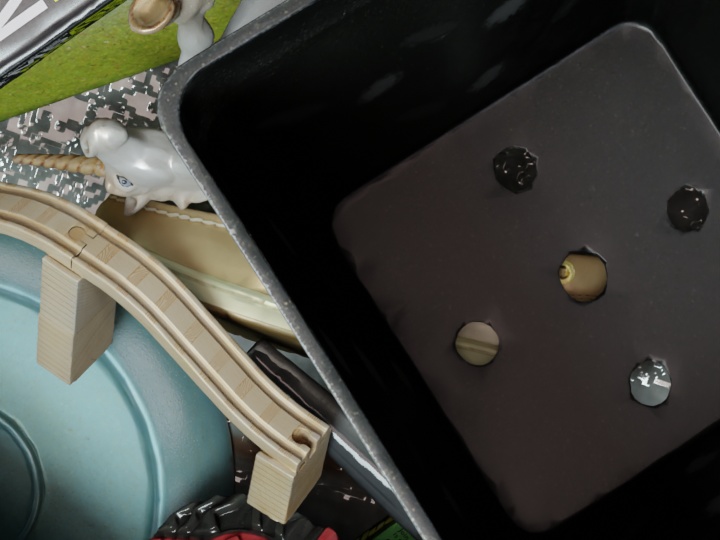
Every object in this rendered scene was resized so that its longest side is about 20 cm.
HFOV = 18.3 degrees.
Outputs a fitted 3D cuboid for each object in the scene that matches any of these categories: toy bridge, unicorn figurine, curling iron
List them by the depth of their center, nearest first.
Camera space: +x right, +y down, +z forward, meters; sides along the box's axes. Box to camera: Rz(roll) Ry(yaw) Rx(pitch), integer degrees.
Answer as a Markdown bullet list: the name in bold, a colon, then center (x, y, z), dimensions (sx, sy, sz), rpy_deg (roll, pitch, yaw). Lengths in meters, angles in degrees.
- **unicorn figurine**: center (-0.031, -0.074, 0.705), dimensions (0.200, 0.137, 0.074), rpy_deg (-35, 79, 3)
- **toy bridge**: center (-0.096, 0.009, 0.767), dimensions (0.200, 0.027, 0.067), rpy_deg (33, 145, 14)
- **curling iron**: center (0.029, 0.101, 0.783), dimensions (0.050, 0.026, 0.200), rpy_deg (-39, 100, 16)

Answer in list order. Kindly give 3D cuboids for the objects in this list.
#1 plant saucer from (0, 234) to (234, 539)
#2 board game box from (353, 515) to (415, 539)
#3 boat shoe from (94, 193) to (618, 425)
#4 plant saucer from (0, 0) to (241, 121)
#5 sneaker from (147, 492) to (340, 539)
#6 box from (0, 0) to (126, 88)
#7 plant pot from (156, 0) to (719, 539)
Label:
- **plant saucer**: center (-0.147, 0.077, 0.838), dimensions (0.199, 0.027, 0.201), rpy_deg (1, 100, 7)
- **board game box**: center (0.088, 0.157, 0.819), dimensions (0.105, 0.023, 0.200), rpy_deg (-36, 94, 14)
- **boat shoe**: center (0.000, 0.000, 0.786), dimensions (0.199, 0.074, 0.067), rpy_deg (16, 84, 9)
- **plant saucer**: center (-0.104, -0.166, 0.778), dimensions (0.199, 0.048, 0.201), rpy_deg (-18, 96, 11)
- **sneaker**: center (0.015, 0.148, 0.772), dimensions (0.200, 0.096, 0.079), rpy_deg (31, 71, 33)
- **box**: center (-0.150, -0.161, 0.738), dimensions (0.160, 0.044, 0.200), rpy_deg (-32, 94, 11)
- **plant pot**: center (0.076, -0.007, 0.654), dimensions (0.199, 0.177, 0.200), rpy_deg (-32, 88, -5)
